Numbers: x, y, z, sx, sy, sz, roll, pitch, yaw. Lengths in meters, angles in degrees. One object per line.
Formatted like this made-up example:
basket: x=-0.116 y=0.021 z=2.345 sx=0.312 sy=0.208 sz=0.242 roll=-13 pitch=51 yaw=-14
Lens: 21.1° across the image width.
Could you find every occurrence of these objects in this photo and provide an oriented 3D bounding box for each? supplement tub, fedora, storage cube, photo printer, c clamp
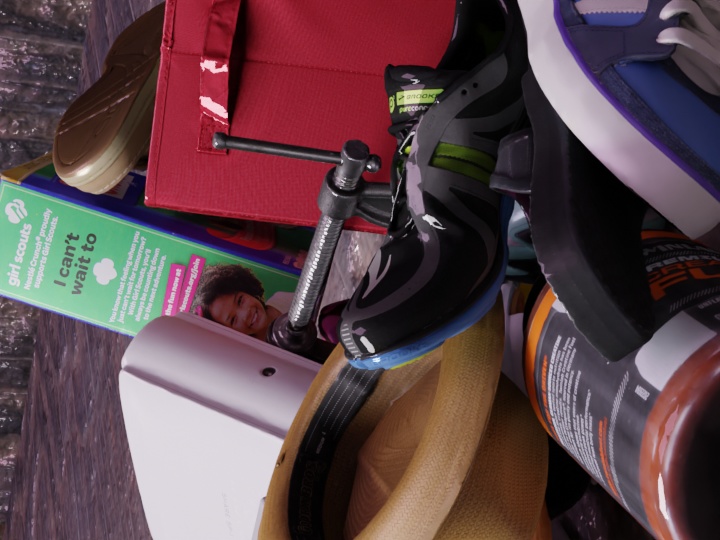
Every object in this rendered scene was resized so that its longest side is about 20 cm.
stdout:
supplement tub: x=0.128 y=0.045 z=0.768 sx=0.200 sy=0.106 sz=0.108 roll=-136 pitch=53 yaw=-69
fedora: x=0.029 y=0.088 z=0.869 sx=0.201 sy=0.082 sz=0.201 roll=-50 pitch=21 yaw=27
storage cube: x=-0.012 y=-0.111 z=1.098 sx=0.200 sy=0.178 sz=0.172 roll=-27 pitch=-57 yaw=-84
photo printer: x=-0.032 y=0.123 z=1.074 sx=0.069 sy=0.199 sz=0.167 roll=-48 pitch=-33 yaw=-38
c clamp: x=0.000 y=0.000 z=1.025 sx=0.201 sy=0.170 sz=0.027 roll=102 pitch=174 yaw=-51

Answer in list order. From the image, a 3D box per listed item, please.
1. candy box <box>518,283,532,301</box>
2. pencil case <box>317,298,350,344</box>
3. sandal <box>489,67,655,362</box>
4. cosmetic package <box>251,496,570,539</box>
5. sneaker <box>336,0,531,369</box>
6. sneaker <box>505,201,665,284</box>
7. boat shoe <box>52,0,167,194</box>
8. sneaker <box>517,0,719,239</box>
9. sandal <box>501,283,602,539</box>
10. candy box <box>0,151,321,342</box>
candy box: x=0.068 y=0.086 z=1.107 sx=0.102 sy=0.026 sz=0.202 roll=-170 pitch=85 yaw=-71
pencil case: x=0.008 y=0.120 z=1.202 sx=0.093 sy=0.091 sz=0.202 roll=-7 pitch=73 yaw=38
sandal: x=0.075 y=-0.026 z=0.751 sx=0.048 sy=0.075 sz=0.201 roll=-32 pitch=17 yaw=19
cosmetic package: x=0.026 y=0.241 z=0.951 sx=0.167 sy=0.166 sz=0.201 roll=-120 pitch=38 yaw=-61
sneaker: x=0.032 y=-0.045 z=0.824 sx=0.071 sy=0.083 sz=0.200 roll=-7 pitch=50 yaw=48
sneaker: x=0.116 y=-0.089 z=0.925 sx=0.200 sy=0.077 sz=0.141 roll=-47 pitch=38 yaw=50
boat shoe: x=-0.126 y=-0.096 z=1.157 sx=0.071 sy=0.065 sz=0.200 roll=-26 pitch=24 yaw=25
sneaker: x=0.140 y=-0.118 z=0.753 sx=0.146 sy=0.080 sz=0.201 roll=-43 pitch=30 yaw=19
sandal: x=0.098 y=0.091 z=0.939 sx=0.207 sy=0.059 sz=0.079 roll=-90 pitch=-13 yaw=-47
candy box: x=-0.120 y=-0.007 z=1.189 sx=0.169 sy=0.199 sz=0.078 roll=-77 pitch=3 yaw=-80
